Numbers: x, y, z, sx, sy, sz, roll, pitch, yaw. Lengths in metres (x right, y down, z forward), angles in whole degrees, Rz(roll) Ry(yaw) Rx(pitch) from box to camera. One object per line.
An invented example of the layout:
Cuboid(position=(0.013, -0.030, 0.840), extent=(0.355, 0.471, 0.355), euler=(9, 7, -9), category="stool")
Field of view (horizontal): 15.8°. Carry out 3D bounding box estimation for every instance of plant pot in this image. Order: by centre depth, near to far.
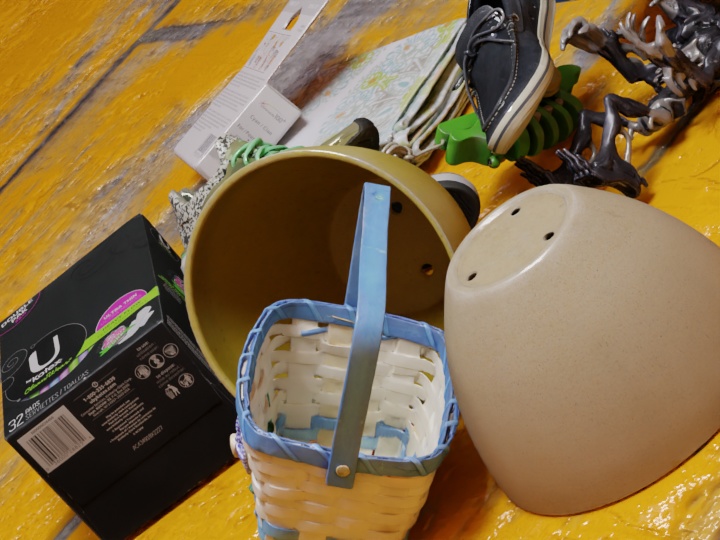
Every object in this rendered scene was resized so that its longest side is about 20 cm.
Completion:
Cuboid(position=(0.127, 0.027, 1.555), extent=(0.200, 0.135, 0.200), euler=(-32, 25, 17), category="plant pot")
Cuboid(position=(0.000, 0.000, 1.754), extent=(0.200, 0.200, 0.142), euler=(-27, 4, 27), category="plant pot")

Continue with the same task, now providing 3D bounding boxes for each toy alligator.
Cuboid(position=(0.100, -0.097, 1.864), extent=(0.200, 0.059, 0.054), euler=(-27, 55, -34), category="toy alligator")

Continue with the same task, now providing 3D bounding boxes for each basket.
Cuboid(position=(-0.006, 0.068, 1.597), extent=(0.176, 0.139, 0.200), euler=(-83, 6, -61), category="basket")

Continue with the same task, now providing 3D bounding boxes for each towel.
Cuboid(position=(0.005, -0.119, 2.093), extent=(0.200, 0.048, 0.171), euler=(-16, 30, 42), category="towel")

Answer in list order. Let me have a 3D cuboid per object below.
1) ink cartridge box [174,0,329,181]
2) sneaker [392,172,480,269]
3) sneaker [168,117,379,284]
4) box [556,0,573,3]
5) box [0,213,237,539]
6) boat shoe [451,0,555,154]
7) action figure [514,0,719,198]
Cuboid(position=(-0.081, -0.149, 2.184), extent=(0.176, 0.045, 0.200), euler=(-51, 11, 0), category="ink cartridge box")
Cuboid(position=(0.006, -0.043, 1.922), extent=(0.200, 0.084, 0.121), euler=(-29, 36, 27), category="sneaker")
Cuboid(position=(-0.073, -0.066, 1.862), extent=(0.200, 0.089, 0.077), euler=(-34, -10, 32), category="sneaker")
Cuboid(position=(0.236, -0.232, 1.882), extent=(0.136, 0.038, 0.200), euler=(-19, 11, -33), category="box")
Cuboid(position=(-0.173, 0.078, 1.913), extent=(0.148, 0.124, 0.200), euler=(-36, 24, 8), category="box")
Cuboid(position=(0.097, -0.147, 1.812), extent=(0.075, 0.062, 0.200), euler=(-58, 13, 33), category="boat shoe")
Cuboid(position=(0.193, -0.137, 1.783), extent=(0.200, 0.102, 0.119), euler=(-52, 15, -21), category="action figure")
